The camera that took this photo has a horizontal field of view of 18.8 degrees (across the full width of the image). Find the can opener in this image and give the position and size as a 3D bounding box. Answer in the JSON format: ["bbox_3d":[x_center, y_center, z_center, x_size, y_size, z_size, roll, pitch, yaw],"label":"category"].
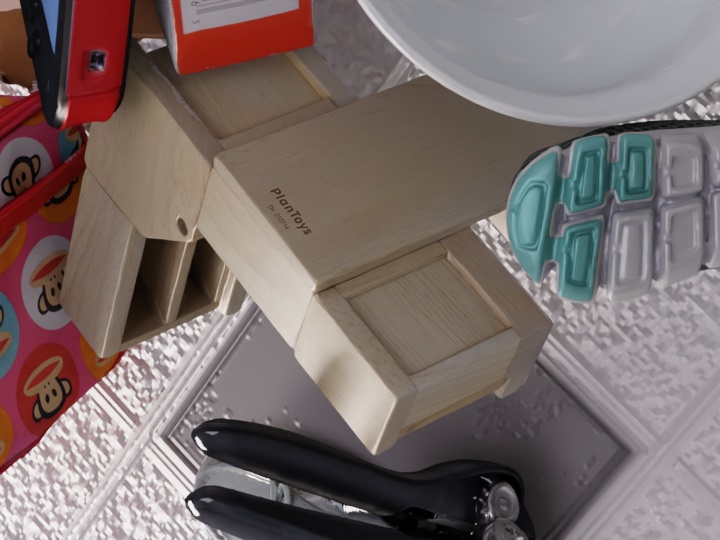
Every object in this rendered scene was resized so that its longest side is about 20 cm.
[{"bbox_3d":[0.003,0.104,0.905,0.078,0.200,0.064,-23,65,35],"label":"can opener"}]

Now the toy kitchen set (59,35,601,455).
[{"bbox_3d":[0.000,0.000,0.942,0.200,0.163,0.181,51,145,24],"label":"toy kitchen set"}]

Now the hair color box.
[{"bbox_3d":[-0.072,-0.192,0.888,0.111,0.064,0.200,89,163,-53],"label":"hair color box"}]

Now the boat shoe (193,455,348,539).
[{"bbox_3d":[-0.003,0.147,0.995,0.202,0.065,0.075,40,118,19],"label":"boat shoe"}]

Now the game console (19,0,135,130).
[{"bbox_3d":[-0.118,-0.175,0.855,0.177,0.031,0.200,-115,28,-43],"label":"game console"}]

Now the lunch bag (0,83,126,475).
[{"bbox_3d":[-0.195,0.004,0.992,0.082,0.200,0.177,6,123,32],"label":"lunch bag"}]

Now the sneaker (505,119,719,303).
[{"bbox_3d":[0.148,-0.033,0.833,0.199,0.091,0.078,0,100,-8],"label":"sneaker"}]

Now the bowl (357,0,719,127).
[{"bbox_3d":[0.066,-0.147,0.843,0.202,0.201,0.090,70,162,0],"label":"bowl"}]

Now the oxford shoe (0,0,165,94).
[{"bbox_3d":[-0.167,-0.112,1.041,0.200,0.071,0.072,-12,99,32],"label":"oxford shoe"}]
